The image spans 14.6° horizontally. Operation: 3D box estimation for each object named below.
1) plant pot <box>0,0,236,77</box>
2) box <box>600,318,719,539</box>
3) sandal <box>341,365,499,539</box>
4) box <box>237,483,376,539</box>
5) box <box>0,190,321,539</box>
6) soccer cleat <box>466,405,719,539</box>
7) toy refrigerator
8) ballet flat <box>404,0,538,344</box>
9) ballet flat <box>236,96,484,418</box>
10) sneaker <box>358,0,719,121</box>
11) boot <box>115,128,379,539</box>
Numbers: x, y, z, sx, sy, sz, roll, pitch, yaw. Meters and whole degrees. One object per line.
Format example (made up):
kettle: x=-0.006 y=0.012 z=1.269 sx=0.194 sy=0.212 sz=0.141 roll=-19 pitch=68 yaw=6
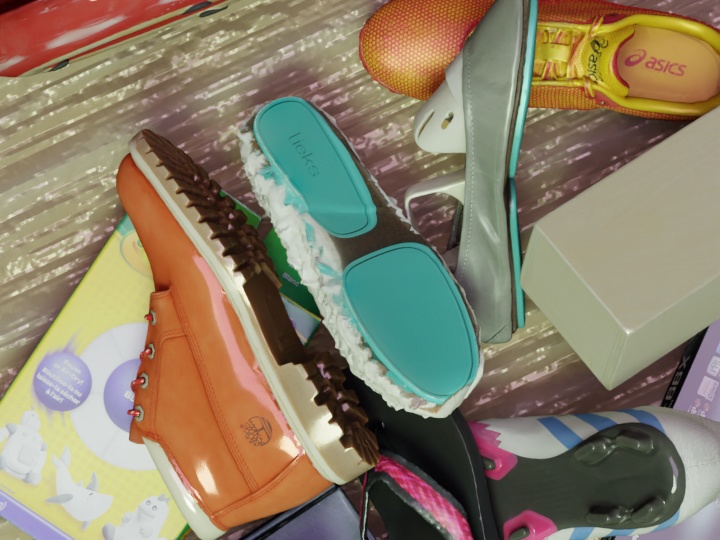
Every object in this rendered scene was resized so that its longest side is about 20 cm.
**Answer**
plant pot: x=-0.139 y=-0.199 z=1.356 sx=0.200 sy=0.200 sz=0.183 roll=-20 pitch=93 yaw=-3
box: x=0.216 y=0.124 z=1.438 sx=0.157 sy=0.050 sz=0.201 roll=25 pitch=87 yaw=-1
sandal: x=0.033 y=0.134 z=1.376 sx=0.045 sy=0.075 sz=0.201 roll=-8 pitch=70 yaw=-44
box: x=-0.023 y=0.231 z=1.423 sx=0.157 sy=0.051 sz=0.200 roll=-33 pitch=90 yaw=-4
box: x=-0.106 y=0.054 z=1.426 sx=0.117 sy=0.048 sz=0.200 roll=33 pitch=86 yaw=-2
soccer cleat: x=0.103 y=0.105 z=1.397 sx=0.086 sy=0.200 sz=0.070 roll=-8 pitch=91 yaw=-46
toy refrigerator: x=0.181 y=-0.029 z=1.399 sx=0.200 sy=0.070 sz=0.076 roll=-33 pitch=69 yaw=-20
ballet flat: x=0.054 y=-0.051 z=1.392 sx=0.063 sy=0.067 sz=0.201 roll=2 pitch=121 yaw=2
ballet flat: x=0.000 y=0.000 z=1.395 sx=0.072 sy=0.072 sz=0.200 roll=-28 pitch=63 yaw=-3
sneaker: x=0.099 y=-0.115 z=1.426 sx=0.199 sy=0.077 sz=0.073 roll=2 pitch=90 yaw=-1
boot: x=-0.084 y=0.033 z=1.372 sx=0.107 sy=0.075 sz=0.201 roll=-31 pitch=81 yaw=15
